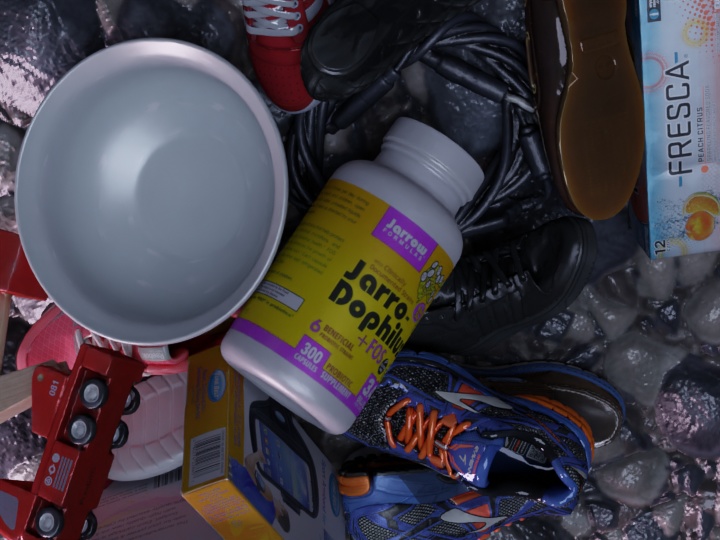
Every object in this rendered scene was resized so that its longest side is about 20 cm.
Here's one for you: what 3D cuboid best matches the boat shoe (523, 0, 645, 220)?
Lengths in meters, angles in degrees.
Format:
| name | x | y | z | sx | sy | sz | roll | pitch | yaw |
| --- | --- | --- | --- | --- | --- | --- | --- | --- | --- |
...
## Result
| name | x | y | z | sx | sy | sz | roll | pitch | yaw |
| --- | --- | --- | --- | --- | --- | --- | --- | --- | --- |
| boat shoe | 0.151 | -0.138 | 1.091 | 0.070 | 0.070 | 0.203 | -7 | 100 | -23 |

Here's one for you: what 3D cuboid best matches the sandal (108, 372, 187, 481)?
| name | x | y | z | sx | sy | sz | roll | pitch | yaw |
| --- | --- | --- | --- | --- | --- | --- | --- | --- | --- |
| sandal | -0.109 | 0.105 | 1.174 | 0.201 | 0.083 | 0.050 | -28 | 137 | 7 |

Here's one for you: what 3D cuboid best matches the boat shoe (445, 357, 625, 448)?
| name | x | y | z | sx | sy | sz | roll | pitch | yaw |
| --- | --- | --- | --- | --- | --- | --- | --- | --- | --- |
| boat shoe | 0.108 | 0.112 | 1.189 | 0.197 | 0.073 | 0.073 | 5 | 110 | -7 |

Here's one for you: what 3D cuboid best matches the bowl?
| name | x | y | z | sx | sy | sz | roll | pitch | yaw |
| --- | --- | --- | --- | --- | --- | --- | --- | --- | --- |
| bowl | -0.130 | -0.052 | 1.081 | 0.198 | 0.090 | 0.204 | 0 | 90 | 15 |

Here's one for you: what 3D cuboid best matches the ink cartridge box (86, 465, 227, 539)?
| name | x | y | z | sx | sy | sz | roll | pitch | yaw |
| --- | --- | --- | --- | --- | --- | --- | --- | --- | --- |
| ink cartridge box | -0.152 | 0.211 | 1.136 | 0.146 | 0.200 | 0.087 | -18 | 112 | 2 |

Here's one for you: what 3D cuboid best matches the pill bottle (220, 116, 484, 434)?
| name | x | y | z | sx | sy | sz | roll | pitch | yaw |
| --- | --- | --- | --- | --- | --- | --- | --- | --- | --- |
| pill bottle | 0.000 | 0.000 | 1.051 | 0.104 | 0.104 | 0.201 | 36 | 80 | -16 |

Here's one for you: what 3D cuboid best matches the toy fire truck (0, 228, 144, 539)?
| name | x | y | z | sx | sy | sz | roll | pitch | yaw |
| --- | --- | --- | --- | --- | --- | --- | --- | --- | --- |
| toy fire truck | -0.226 | 0.086 | 1.100 | 0.140 | 0.049 | 0.202 | 19 | 89 | 27 |

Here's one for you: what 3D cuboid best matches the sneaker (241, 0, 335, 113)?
| name | x | y | z | sx | sy | sz | roll | pitch | yaw |
| --- | --- | --- | --- | --- | --- | --- | --- | --- | --- |
| sneaker | -0.058 | -0.194 | 1.033 | 0.070 | 0.113 | 0.203 | 3 | 109 | 14 |

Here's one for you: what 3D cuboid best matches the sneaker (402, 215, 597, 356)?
| name | x | y | z | sx | sy | sz | roll | pitch | yaw |
| --- | --- | --- | --- | --- | --- | --- | --- | --- | --- |
| sneaker | 0.070 | 0.017 | 1.121 | 0.103 | 0.061 | 0.200 | 11 | 146 | -33 |

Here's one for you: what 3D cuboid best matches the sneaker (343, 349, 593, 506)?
| name | x | y | z | sx | sy | sz | roll | pitch | yaw |
| --- | --- | --- | --- | --- | --- | --- | --- | --- | --- |
| sneaker | 0.072 | 0.113 | 1.100 | 0.197 | 0.079 | 0.076 | 13 | 111 | -3 |

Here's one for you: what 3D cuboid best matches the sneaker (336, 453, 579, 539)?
| name | x | y | z | sx | sy | sz | roll | pitch | yaw |
| --- | --- | --- | --- | --- | --- | --- | --- | --- | --- |
| sneaker | 0.073 | 0.180 | 1.191 | 0.197 | 0.075 | 0.080 | 1 | 96 | -20 |

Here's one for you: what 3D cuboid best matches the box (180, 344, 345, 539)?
| name | x | y | z | sx | sy | sz | roll | pitch | yaw |
| --- | --- | --- | --- | --- | --- | --- | --- | --- | --- |
| box | -0.058 | 0.157 | 1.105 | 0.041 | 0.120 | 0.200 | -22 | 133 | 18 |

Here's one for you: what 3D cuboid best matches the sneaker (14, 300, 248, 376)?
| name | x | y | z | sx | sy | sz | roll | pitch | yaw |
| --- | --- | --- | --- | --- | --- | --- | --- | --- | --- |
| sneaker | -0.159 | 0.044 | 1.134 | 0.198 | 0.087 | 0.075 | -18 | 110 | 2 |

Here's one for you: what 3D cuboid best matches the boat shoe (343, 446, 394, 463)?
| name | x | y | z | sx | sy | sz | roll | pitch | yaw |
| --- | --- | --- | --- | --- | --- | --- | --- | --- | --- |
| boat shoe | 0.046 | 0.228 | 1.236 | 0.068 | 0.057 | 0.202 | -26 | 111 | 5 |

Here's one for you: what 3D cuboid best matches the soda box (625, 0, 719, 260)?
| name | x | y | z | sx | sy | sz | roll | pitch | yaw |
| --- | --- | --- | --- | --- | --- | --- | --- | --- | --- |
| soda box | 0.225 | -0.113 | 1.120 | 0.067 | 0.064 | 0.203 | -7 | 110 | -2 |

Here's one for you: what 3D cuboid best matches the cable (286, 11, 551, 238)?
| name | x | y | z | sx | sy | sz | roll | pitch | yaw |
| --- | --- | --- | --- | --- | --- | --- | --- | --- | --- |
| cable | 0.036 | -0.093 | 1.119 | 0.197 | 0.051 | 0.165 | -12 | 111 | 1 |

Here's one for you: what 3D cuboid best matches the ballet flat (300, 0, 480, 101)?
| name | x | y | z | sx | sy | sz | roll | pitch | yaw |
| --- | --- | --- | --- | --- | --- | --- | --- | --- | --- |
| ballet flat | 0.035 | -0.186 | 1.063 | 0.199 | 0.057 | 0.067 | -37 | 85 | -18 |
